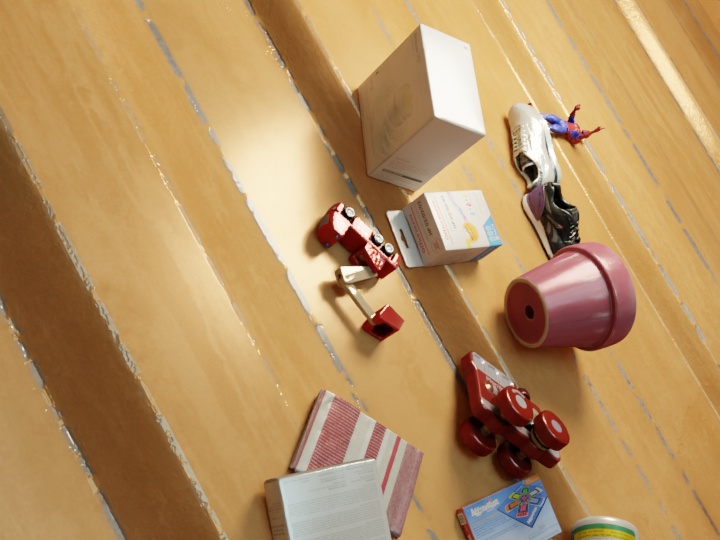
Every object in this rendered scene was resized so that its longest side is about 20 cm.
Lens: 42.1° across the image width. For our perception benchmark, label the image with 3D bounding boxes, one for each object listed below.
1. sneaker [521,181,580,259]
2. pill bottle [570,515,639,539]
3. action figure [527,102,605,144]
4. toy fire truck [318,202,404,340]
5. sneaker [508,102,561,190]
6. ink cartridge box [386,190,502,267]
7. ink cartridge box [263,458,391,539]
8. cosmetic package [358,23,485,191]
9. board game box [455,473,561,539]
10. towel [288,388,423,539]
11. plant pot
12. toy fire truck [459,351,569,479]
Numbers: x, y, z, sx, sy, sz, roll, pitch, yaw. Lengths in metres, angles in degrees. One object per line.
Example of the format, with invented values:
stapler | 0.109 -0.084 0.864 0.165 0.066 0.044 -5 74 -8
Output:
sneaker | 0.409 -0.083 1.883 0.075 0.087 0.201 -29 86 -46
pill bottle | 0.393 0.510 1.500 0.112 0.113 0.202 29 50 -24
action figure | 0.460 -0.333 2.074 0.198 0.099 0.066 11 60 -39
toy fire truck | 0.000 0.000 1.514 0.200 0.049 0.142 42 46 -13
sneaker | 0.351 -0.261 1.956 0.080 0.076 0.202 -10 70 -33
ink cartridge box | 0.152 -0.076 1.674 0.199 0.068 0.116 -7 70 -42
ink cartridge box | -0.035 0.367 1.263 0.161 0.057 0.203 -4 79 -34
cosmetic package | 0.103 -0.286 1.663 0.122 0.200 0.202 14 56 -34
board game box | 0.241 0.403 1.500 0.199 0.019 0.104 -9 73 -43
towel | -0.003 0.281 1.365 0.199 0.023 0.145 36 49 -17
plant pot | 0.369 0.059 1.707 0.177 0.200 0.202 -11 72 -27
toy fire truck | 0.252 0.236 1.559 0.199 0.112 0.169 34 29 -21
